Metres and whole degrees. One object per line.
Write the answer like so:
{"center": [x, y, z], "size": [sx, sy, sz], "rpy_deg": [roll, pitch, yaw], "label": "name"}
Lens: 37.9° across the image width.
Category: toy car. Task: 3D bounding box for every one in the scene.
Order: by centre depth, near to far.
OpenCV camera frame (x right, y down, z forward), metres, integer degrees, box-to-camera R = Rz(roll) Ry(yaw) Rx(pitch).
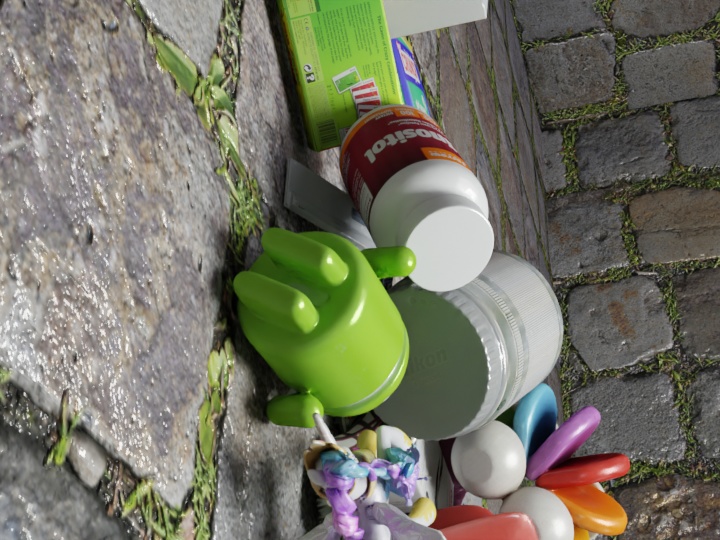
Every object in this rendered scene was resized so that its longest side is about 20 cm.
{"center": [0.206, 0.209, 1.122], "size": [0.201, 0.150, 0.174], "rpy_deg": [56, 26, 17], "label": "toy car"}

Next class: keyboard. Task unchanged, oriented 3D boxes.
{"center": [-0.003, -0.047, 1.065], "size": [0.199, 0.011, 0.057], "rpy_deg": [30, 45, -38], "label": "keyboard"}

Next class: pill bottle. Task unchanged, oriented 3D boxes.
{"center": [0.053, -0.069, 0.988], "size": [0.200, 0.112, 0.114], "rpy_deg": [-116, -175, -55], "label": "pill bottle"}

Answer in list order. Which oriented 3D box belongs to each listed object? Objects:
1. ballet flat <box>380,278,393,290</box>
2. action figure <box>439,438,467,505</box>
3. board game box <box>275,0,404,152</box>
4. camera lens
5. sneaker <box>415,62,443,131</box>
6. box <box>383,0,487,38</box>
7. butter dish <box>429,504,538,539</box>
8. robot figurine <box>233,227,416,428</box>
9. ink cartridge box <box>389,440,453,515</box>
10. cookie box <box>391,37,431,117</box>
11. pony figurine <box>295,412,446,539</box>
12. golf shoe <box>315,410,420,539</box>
{"center": [0.000, 0.000, 1.099], "size": [0.074, 0.073, 0.202], "rpy_deg": [45, 38, -65], "label": "ballet flat"}
{"center": [0.106, 0.261, 1.289], "size": [0.134, 0.147, 0.202], "rpy_deg": [-111, -151, -57], "label": "action figure"}
{"center": [-0.023, -0.231, 1.054], "size": [0.048, 0.101, 0.202], "rpy_deg": [-139, -145, -72], "label": "board game box"}
{"center": [0.102, 0.070, 1.047], "size": [0.199, 0.159, 0.162], "rpy_deg": [-20, 102, -58], "label": "camera lens"}
{"center": [0.062, -0.202, 1.458], "size": [0.076, 0.070, 0.201], "rpy_deg": [-60, 140, -36], "label": "sneaker"}
{"center": [0.033, -0.322, 1.137], "size": [0.125, 0.198, 0.098], "rpy_deg": [-78, 154, -50], "label": "box"}
{"center": [0.081, 0.313, 1.052], "size": [0.148, 0.197, 0.202], "rpy_deg": [-106, -179, -68], "label": "butter dish"}
{"center": [-0.028, 0.047, 0.878], "size": [0.176, 0.115, 0.200], "rpy_deg": [-59, 147, -20], "label": "robot figurine"}
{"center": [0.058, 0.250, 1.173], "size": [0.117, 0.067, 0.201], "rpy_deg": [-79, 156, -49], "label": "ink cartridge box"}
{"center": [0.039, -0.188, 1.266], "size": [0.171, 0.075, 0.202], "rpy_deg": [7, 67, -76], "label": "cookie box"}
{"center": [0.006, 0.211, 0.836], "size": [0.200, 0.165, 0.195], "rpy_deg": [25, 54, -71], "label": "pony figurine"}
{"center": [0.009, 0.182, 1.000], "size": [0.200, 0.087, 0.078], "rpy_deg": [-62, 142, -63], "label": "golf shoe"}
